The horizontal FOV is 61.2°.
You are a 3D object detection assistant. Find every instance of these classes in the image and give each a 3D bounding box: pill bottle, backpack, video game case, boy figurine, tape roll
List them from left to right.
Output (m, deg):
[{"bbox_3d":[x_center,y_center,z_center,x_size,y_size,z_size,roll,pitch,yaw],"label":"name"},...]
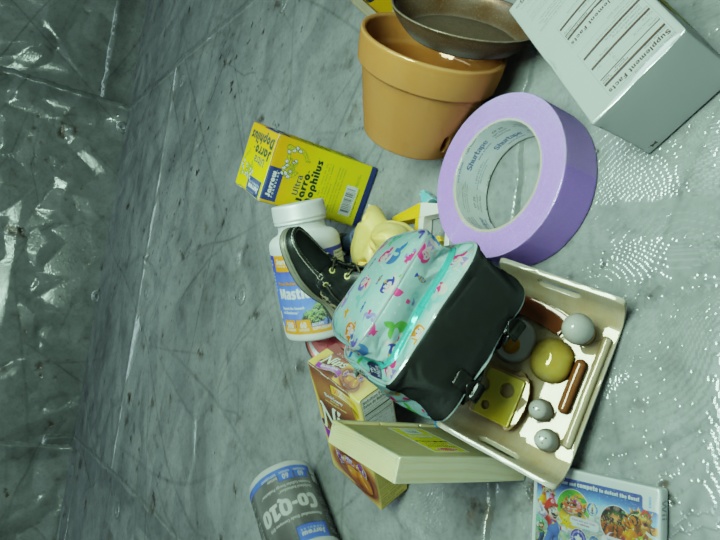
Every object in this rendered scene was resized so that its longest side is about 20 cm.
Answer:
[{"bbox_3d":[-0.096,0.410,0.944,0.115,0.113,0.201,-58,41,25],"label":"pill bottle"},{"bbox_3d":[-0.079,-0.003,0.932,0.111,0.111,0.203,3,106,54],"label":"pill bottle"},{"bbox_3d":[0.019,-0.043,0.924,0.199,0.063,0.127,162,116,-63],"label":"boy figurine"},{"bbox_3d":[0.059,0.052,0.661,0.179,0.150,0.200,-56,8,-8],"label":"backpack"},{"bbox_3d":[0.185,-0.109,0.749,0.199,0.065,0.204,-22,63,50],"label":"tape roll"},{"bbox_3d":[0.232,0.308,0.606,0.142,0.018,0.204,-7,75,53],"label":"video game case"}]

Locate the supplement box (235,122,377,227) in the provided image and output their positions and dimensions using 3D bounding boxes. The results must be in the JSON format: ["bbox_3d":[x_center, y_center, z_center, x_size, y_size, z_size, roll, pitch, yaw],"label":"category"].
[{"bbox_3d":[-0.090,-0.159,1.024,0.109,0.198,0.111,35,108,51],"label":"supplement box"}]

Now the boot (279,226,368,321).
[{"bbox_3d":[0.001,0.000,0.822,0.152,0.204,0.074,-23,29,29],"label":"boot"}]

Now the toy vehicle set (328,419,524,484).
[{"bbox_3d":[0.078,0.204,0.692,0.124,0.198,0.027,10,88,55],"label":"toy vehicle set"}]

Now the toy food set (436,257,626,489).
[{"bbox_3d":[0.177,0.102,0.646,0.142,0.060,0.203,21,86,34],"label":"toy food set"}]

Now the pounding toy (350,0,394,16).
[{"bbox_3d":[0.082,-0.452,0.920,0.185,0.141,0.201,-58,40,26],"label":"pounding toy"}]

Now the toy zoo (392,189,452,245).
[{"bbox_3d":[0.089,-0.018,0.892,0.130,0.020,0.204,-8,74,53],"label":"toy zoo"}]

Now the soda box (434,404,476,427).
[{"bbox_3d":[0.130,0.092,0.763,0.064,0.067,0.203,-21,64,47],"label":"soda box"}]

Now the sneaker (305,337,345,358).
[{"bbox_3d":[-0.016,0.135,0.966,0.087,0.073,0.200,-53,48,15],"label":"sneaker"}]

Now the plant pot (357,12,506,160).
[{"bbox_3d":[0.084,-0.247,0.835,0.201,0.197,0.142,-120,33,-43],"label":"plant pot"}]

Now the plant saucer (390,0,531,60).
[{"bbox_3d":[0.134,-0.317,0.787,0.201,0.197,0.037,-120,29,-42],"label":"plant saucer"}]

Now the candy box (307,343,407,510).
[{"bbox_3d":[-0.003,0.212,0.827,0.116,0.056,0.203,27,135,46],"label":"candy box"}]

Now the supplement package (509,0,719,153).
[{"bbox_3d":[0.265,-0.241,0.636,0.110,0.112,0.202,-48,47,35],"label":"supplement package"}]
